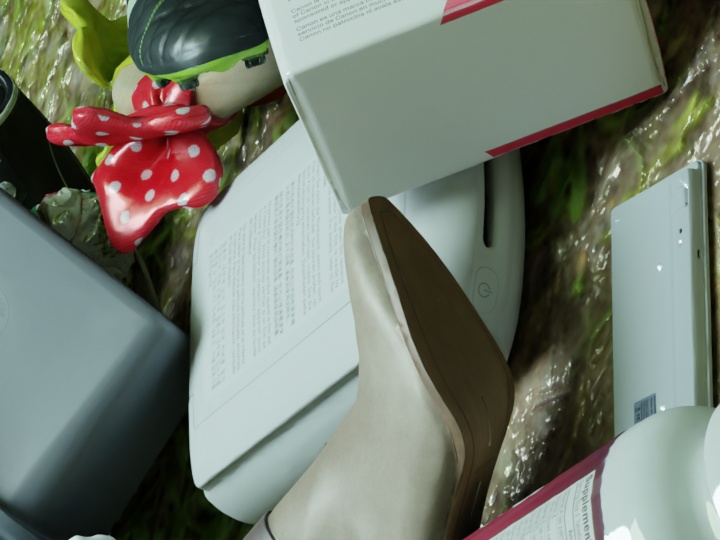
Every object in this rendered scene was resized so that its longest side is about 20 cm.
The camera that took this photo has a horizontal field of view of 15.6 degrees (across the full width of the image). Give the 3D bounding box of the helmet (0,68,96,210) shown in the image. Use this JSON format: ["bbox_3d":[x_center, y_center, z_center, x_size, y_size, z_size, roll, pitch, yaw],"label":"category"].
[{"bbox_3d":[-0.227,0.000,1.441,0.200,0.199,0.191,44,155,59],"label":"helmet"}]

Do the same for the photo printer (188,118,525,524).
[{"bbox_3d":[0.000,0.000,1.162,0.200,0.069,0.167,-40,41,44],"label":"photo printer"}]

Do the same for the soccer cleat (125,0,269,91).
[{"bbox_3d":[-0.084,-0.140,1.197,0.200,0.067,0.081,-115,6,-66],"label":"soccer cleat"}]

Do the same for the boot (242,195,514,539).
[{"bbox_3d":[0.001,0.092,1.045,0.146,0.070,0.201,-34,75,27],"label":"boot"}]

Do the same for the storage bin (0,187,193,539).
[{"bbox_3d":[-0.170,0.046,1.255,0.200,0.146,0.134,37,87,22],"label":"storage bin"}]

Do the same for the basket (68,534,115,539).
[{"bbox_3d":[-0.113,0.235,1.180,0.200,0.123,0.136,-53,35,34],"label":"basket"}]

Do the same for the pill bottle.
[{"bbox_3d":[0.097,0.113,0.880,0.200,0.109,0.110,-38,43,36],"label":"pill bottle"}]

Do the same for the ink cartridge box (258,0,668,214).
[{"bbox_3d":[0.027,-0.138,1.105,0.144,0.084,0.200,-20,44,4],"label":"ink cartridge box"}]

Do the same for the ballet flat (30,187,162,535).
[{"bbox_3d":[-0.129,0.052,1.353,0.076,0.064,0.201,-133,37,-61],"label":"ballet flat"}]

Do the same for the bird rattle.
[{"bbox_3d":[-0.080,-0.103,1.291,0.163,0.113,0.200,-33,11,0],"label":"bird rattle"}]

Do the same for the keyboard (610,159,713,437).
[{"bbox_3d":[0.114,0.056,0.997,0.056,0.011,0.201,-38,43,53],"label":"keyboard"}]
